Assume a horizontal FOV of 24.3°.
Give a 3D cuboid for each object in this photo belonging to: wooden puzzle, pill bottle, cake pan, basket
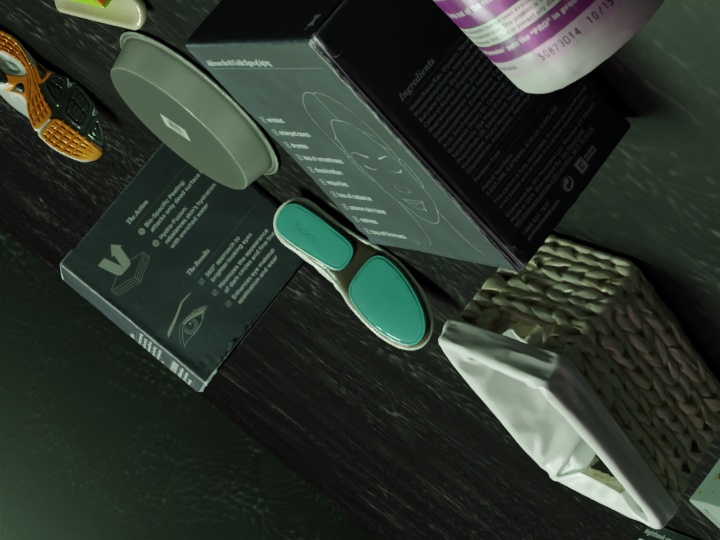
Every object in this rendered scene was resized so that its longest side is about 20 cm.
[{"bbox_3d":[-0.297,-0.296,1.506,0.185,0.037,0.200,22,158,52],"label":"wooden puzzle"},{"bbox_3d":[0.051,-0.187,0.775,0.200,0.112,0.112,43,166,-17],"label":"pill bottle"},{"bbox_3d":[-0.167,-0.150,1.632,0.200,0.037,0.200,37,166,11],"label":"cake pan"},{"bbox_3d":[0.177,0.080,1.280,0.135,0.124,0.200,22,159,50],"label":"basket"}]

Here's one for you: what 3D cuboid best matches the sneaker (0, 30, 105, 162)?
[{"bbox_3d":[-0.367,-0.199,1.961,0.200,0.076,0.092,45,175,11],"label":"sneaker"}]

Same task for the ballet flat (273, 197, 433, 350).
[{"bbox_3d":[0.000,0.000,1.645,0.200,0.069,0.069,41,167,12],"label":"ballet flat"}]

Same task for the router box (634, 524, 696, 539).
[{"bbox_3d":[0.323,0.349,1.703,0.051,0.149,0.200,45,166,-25],"label":"router box"}]

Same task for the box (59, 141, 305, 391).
[{"bbox_3d":[-0.182,-0.011,1.780,0.200,0.197,0.117,40,168,-1],"label":"box"}]

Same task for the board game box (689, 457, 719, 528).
[{"bbox_3d":[0.377,0.219,1.328,0.148,0.064,0.200,45,164,-18],"label":"board game box"}]

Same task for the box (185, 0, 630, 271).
[{"bbox_3d":[0.025,-0.116,1.047,0.197,0.124,0.200,44,166,-25],"label":"box"}]
